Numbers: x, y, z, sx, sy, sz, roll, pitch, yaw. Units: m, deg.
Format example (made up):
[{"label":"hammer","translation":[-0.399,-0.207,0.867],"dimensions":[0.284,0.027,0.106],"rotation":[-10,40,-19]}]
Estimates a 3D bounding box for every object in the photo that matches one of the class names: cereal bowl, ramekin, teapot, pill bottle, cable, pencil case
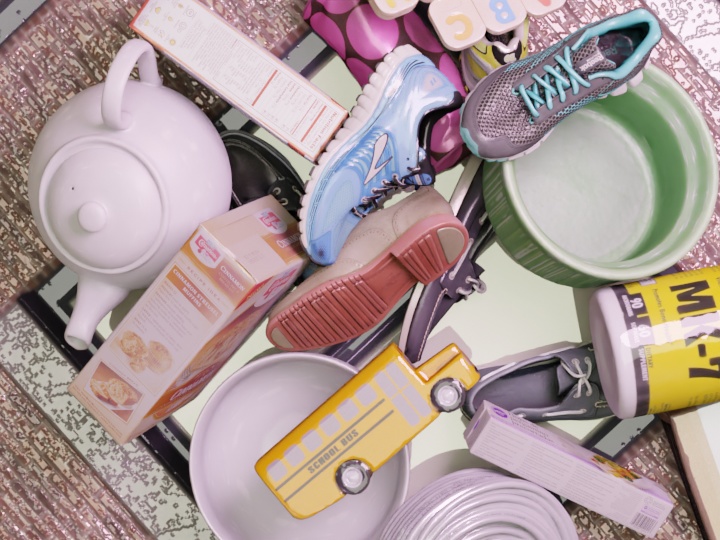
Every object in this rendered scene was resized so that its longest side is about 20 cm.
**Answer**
[{"label":"cereal bowl","translation":[-0.053,0.170,1.575],"dimensions":[0.197,0.083,0.203],"rotation":[0,92,2]},{"label":"ramekin","translation":[0.202,-0.081,1.524],"dimensions":[0.198,0.098,0.203],"rotation":[3,76,-14]},{"label":"teapot","translation":[-0.211,-0.070,1.522],"dimensions":[0.196,0.146,0.201],"rotation":[-30,98,18]},{"label":"pill bottle","translation":[0.305,0.054,1.499],"dimensions":[0.198,0.114,0.116],"rotation":[-11,91,-2]},{"label":"cable","translation":[0.103,0.275,1.546],"dimensions":[0.200,0.069,0.200],"rotation":[-47,116,-7]},{"label":"pencil case","translation":[0.030,-0.178,1.562],"dimensions":[0.090,0.094,0.201],"rotation":[-33,87,-22]}]

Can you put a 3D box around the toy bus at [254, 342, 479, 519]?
[{"label":"toy bus","translation":[0.009,0.130,1.500],"dimensions":[0.200,0.065,0.078],"rotation":[-41,88,3]}]

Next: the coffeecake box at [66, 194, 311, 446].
[{"label":"coffeecake box","translation":[-0.141,0.040,1.509],"dimensions":[0.073,0.153,0.200],"rotation":[44,112,7]}]

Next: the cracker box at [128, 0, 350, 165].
[{"label":"cracker box","translation":[-0.101,-0.172,1.542],"dimensions":[0.199,0.134,0.058],"rotation":[37,91,0]}]

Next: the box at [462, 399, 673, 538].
[{"label":"box","translation":[0.186,0.178,1.558],"dimensions":[0.198,0.039,0.042],"rotation":[25,106,-15]}]

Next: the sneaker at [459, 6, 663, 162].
[{"label":"sneaker","translation":[0.167,-0.161,1.432],"dimensions":[0.199,0.091,0.078],"rotation":[-34,86,-19]}]

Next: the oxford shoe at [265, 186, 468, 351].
[{"label":"oxford shoe","translation":[0.000,0.000,1.533],"dimensions":[0.199,0.071,0.074],"rotation":[-30,45,5]}]

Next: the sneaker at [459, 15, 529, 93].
[{"label":"sneaker","translation":[0.116,-0.247,1.534],"dimensions":[0.074,0.077,0.202],"rotation":[-7,66,-13]}]

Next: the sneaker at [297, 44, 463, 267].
[{"label":"sneaker","translation":[0.017,-0.087,1.479],"dimensions":[0.089,0.078,0.201],"rotation":[32,96,11]}]

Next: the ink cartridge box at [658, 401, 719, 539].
[{"label":"ink cartridge box","translation":[0.388,0.168,1.563],"dimensions":[0.198,0.075,0.166],"rotation":[-21,92,3]}]

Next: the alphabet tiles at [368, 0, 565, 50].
[{"label":"alphabet tiles","translation":[0.083,-0.289,1.490],"dimensions":[0.198,0.015,0.197],"rotation":[-23,75,-15]}]

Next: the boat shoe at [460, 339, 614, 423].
[{"label":"boat shoe","translation":[0.186,0.105,1.574],"dimensions":[0.197,0.062,0.074],"rotation":[-9,92,3]}]

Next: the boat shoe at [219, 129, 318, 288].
[{"label":"boat shoe","translation":[-0.068,-0.046,1.582],"dimensions":[0.068,0.057,0.201],"rotation":[-39,90,3]}]

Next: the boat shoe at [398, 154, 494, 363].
[{"label":"boat shoe","translation":[0.089,-0.003,1.571],"dimensions":[0.062,0.073,0.202],"rotation":[22,87,2]}]
